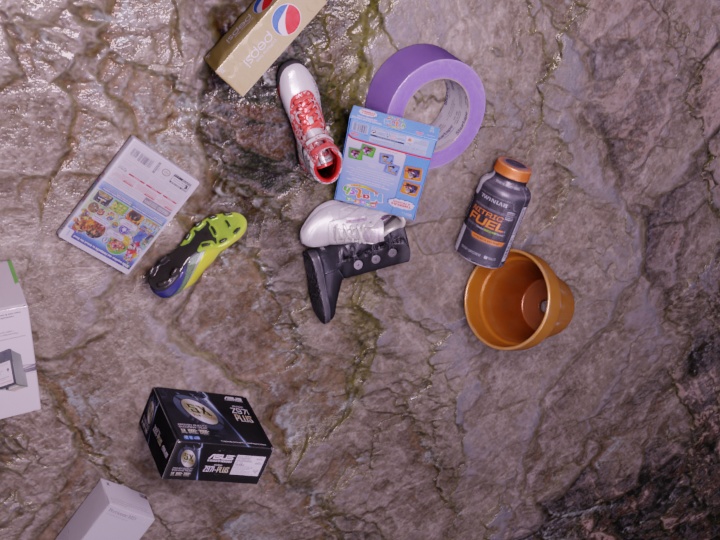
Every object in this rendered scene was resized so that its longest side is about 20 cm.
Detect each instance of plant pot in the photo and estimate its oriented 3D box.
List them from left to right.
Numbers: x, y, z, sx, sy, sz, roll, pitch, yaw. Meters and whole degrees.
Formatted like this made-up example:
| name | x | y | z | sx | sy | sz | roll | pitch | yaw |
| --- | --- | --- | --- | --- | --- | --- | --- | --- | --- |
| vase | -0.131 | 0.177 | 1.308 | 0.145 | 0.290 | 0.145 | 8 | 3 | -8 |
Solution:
| name | x | y | z | sx | sy | sz | roll | pitch | yaw |
| --- | --- | --- | --- | --- | --- | --- | --- | --- | --- |
| plant pot | 0.343 | 0.066 | 2.019 | 0.182 | 0.200 | 0.201 | 10 | 115 | -50 |

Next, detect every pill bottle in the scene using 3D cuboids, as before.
| name | x | y | z | sx | sy | sz | roll | pitch | yaw |
| --- | --- | --- | --- | --- | --- | --- | --- | --- | --- |
| pill bottle | 0.262 | -0.115 | 1.901 | 0.105 | 0.106 | 0.202 | 5 | 116 | -31 |

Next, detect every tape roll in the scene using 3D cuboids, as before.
| name | x | y | z | sx | sy | sz | roll | pitch | yaw |
| --- | --- | --- | --- | --- | --- | --- | --- | --- | --- |
| tape roll | 0.113 | -0.285 | 1.723 | 0.198 | 0.085 | 0.202 | -14 | 124 | -22 |

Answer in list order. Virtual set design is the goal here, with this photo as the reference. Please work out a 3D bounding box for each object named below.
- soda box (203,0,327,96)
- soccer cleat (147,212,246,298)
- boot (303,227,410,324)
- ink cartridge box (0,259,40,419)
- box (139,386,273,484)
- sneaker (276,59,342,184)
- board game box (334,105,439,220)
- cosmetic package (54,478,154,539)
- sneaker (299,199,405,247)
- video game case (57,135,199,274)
| name | x | y | z | sx | sy | sz | roll | pitch | yaw |
| --- | --- | --- | --- | --- | --- | --- | --- | --- | --- |
| soda box | -0.149 | -0.373 | 1.532 | 0.200 | 0.064 | 0.068 | -47 | 130 | 4 |
| soccer cleat | -0.277 | -0.028 | 1.693 | 0.200 | 0.065 | 0.084 | -39 | 160 | -7 |
| boot | 0.000 | -0.001 | 1.858 | 0.198 | 0.066 | 0.166 | -23 | 130 | -21 |
| ink cartridge box | -0.565 | 0.109 | 1.549 | 0.083 | 0.146 | 0.202 | -11 | 125 | -24 |
| box | -0.285 | 0.305 | 1.820 | 0.198 | 0.164 | 0.087 | 12 | 113 | -33 |
| sneaker | -0.078 | -0.240 | 1.627 | 0.067 | 0.108 | 0.203 | -22 | 127 | -15 |
| board game box | 0.042 | -0.180 | 1.689 | 0.150 | 0.037 | 0.201 | 15 | 140 | 1 |
| cosmetic package | -0.498 | 0.508 | 1.882 | 0.112 | 0.081 | 0.201 | 30 | 103 | -37 |
| sneaker | -0.012 | -0.084 | 1.770 | 0.198 | 0.100 | 0.075 | -20 | 129 | -16 |
| video game case | -0.376 | -0.103 | 1.605 | 0.200 | 0.018 | 0.143 | -50 | 130 | 7 |
